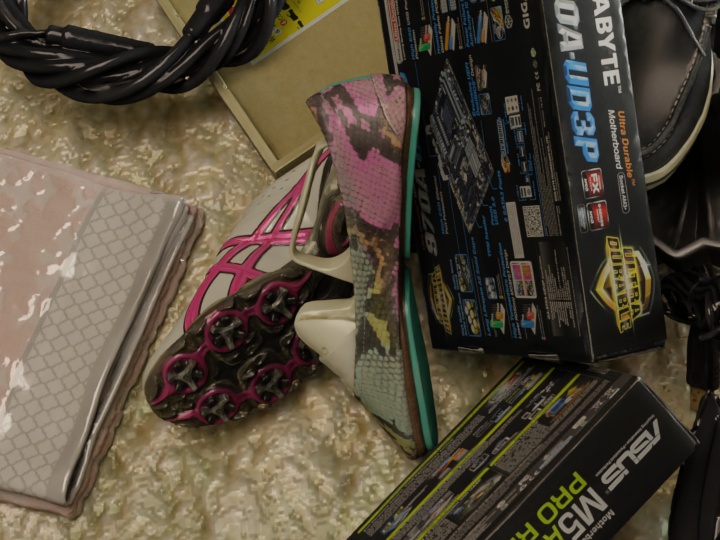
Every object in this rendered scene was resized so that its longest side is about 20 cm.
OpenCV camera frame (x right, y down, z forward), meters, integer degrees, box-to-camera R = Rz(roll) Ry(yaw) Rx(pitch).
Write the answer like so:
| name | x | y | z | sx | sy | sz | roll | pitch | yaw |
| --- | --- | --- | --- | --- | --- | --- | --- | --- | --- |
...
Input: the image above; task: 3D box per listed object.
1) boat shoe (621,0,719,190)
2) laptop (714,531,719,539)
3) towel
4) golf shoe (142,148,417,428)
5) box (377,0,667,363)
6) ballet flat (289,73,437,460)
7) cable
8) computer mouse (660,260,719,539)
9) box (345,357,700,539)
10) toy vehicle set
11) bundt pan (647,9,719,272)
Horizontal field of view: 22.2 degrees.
| name | x | y | z | sx | sy | sz | roll | pitch | yaw |
| --- | --- | --- | --- | --- | --- | --- | --- | --- | --- |
| boat shoe | 0.147 | -0.134 | 0.917 | 0.074 | 0.062 | 0.201 | 12 | 70 | 18 |
| laptop | 0.212 | 0.215 | 0.735 | 0.200 | 0.115 | 0.188 | 53 | 124 | 46 |
| towel | -0.207 | 0.027 | 1.043 | 0.190 | 0.032 | 0.201 | 13 | 68 | 21 |
| golf shoe | -0.043 | 0.003 | 0.995 | 0.200 | 0.073 | 0.092 | -43 | 35 | -7 |
| box | 0.074 | -0.058 | 0.891 | 0.046 | 0.159 | 0.201 | -11 | 94 | -25 |
| ballet flat | 0.000 | 0.000 | 0.927 | 0.071 | 0.069 | 0.201 | -3 | 108 | 2 |
| cable | -0.133 | -0.167 | 1.080 | 0.199 | 0.051 | 0.164 | -26 | 66 | 0 |
| computer mouse | 0.161 | 0.094 | 0.868 | 0.046 | 0.140 | 0.201 | -8 | 100 | 4 |
| box | 0.049 | 0.127 | 0.855 | 0.200 | 0.160 | 0.044 | -45 | 99 | -9 |
| toy vehicle set | -0.043 | -0.155 | 1.085 | 0.124 | 0.027 | 0.200 | -33 | 61 | -1 |
| bundt pan | 0.177 | -0.083 | 0.961 | 0.201 | 0.076 | 0.203 | -6 | 63 | 12 |
